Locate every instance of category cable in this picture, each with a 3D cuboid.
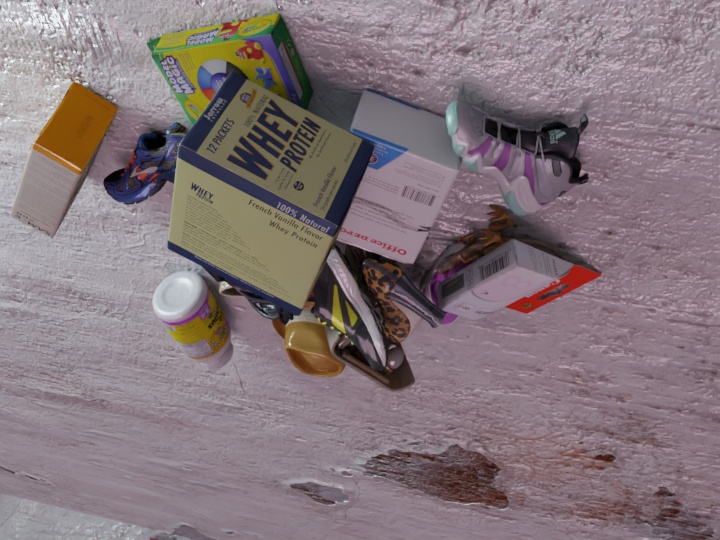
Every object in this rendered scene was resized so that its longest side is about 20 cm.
[{"bbox_3d":[-0.152,0.009,1.040,0.160,0.051,0.201,5,144,43],"label":"cable"}]

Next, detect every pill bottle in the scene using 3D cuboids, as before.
[{"bbox_3d":[-0.305,0.102,1.338,0.101,0.106,0.202,3,142,17],"label":"pill bottle"}]

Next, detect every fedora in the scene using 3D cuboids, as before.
[{"bbox_3d":[-0.080,0.139,1.319,0.194,0.083,0.203,10,143,8],"label":"fedora"}]

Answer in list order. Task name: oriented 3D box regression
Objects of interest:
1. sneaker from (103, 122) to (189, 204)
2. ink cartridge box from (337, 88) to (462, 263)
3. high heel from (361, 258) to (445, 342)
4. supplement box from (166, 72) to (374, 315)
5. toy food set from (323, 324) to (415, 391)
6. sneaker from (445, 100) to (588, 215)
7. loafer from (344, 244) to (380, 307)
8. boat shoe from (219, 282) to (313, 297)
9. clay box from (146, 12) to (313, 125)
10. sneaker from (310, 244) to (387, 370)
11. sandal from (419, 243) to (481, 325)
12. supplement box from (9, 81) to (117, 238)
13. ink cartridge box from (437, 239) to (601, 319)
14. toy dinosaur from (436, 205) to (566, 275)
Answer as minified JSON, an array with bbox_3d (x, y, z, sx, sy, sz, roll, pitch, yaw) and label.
[{"bbox_3d":[-0.303,-0.161,1.035,0.196,0.076,0.079,-18,125,26],"label":"sneaker"},{"bbox_3d":[0.038,-0.116,0.942,0.141,0.086,0.202,19,143,-3],"label":"ink cartridge box"},{"bbox_3d":[0.037,0.040,1.091,0.142,0.072,0.199,39,160,-9],"label":"high heel"},{"bbox_3d":[-0.115,-0.087,0.872,0.196,0.136,0.201,26,143,-2],"label":"supplement box"},{"bbox_3d":[0.007,0.100,1.172,0.060,0.145,0.199,-38,132,16],"label":"toy food set"},{"bbox_3d":[0.201,-0.156,0.847,0.138,0.080,0.198,-22,139,38],"label":"sneaker"},{"bbox_3d":[0.000,0.000,1.102,0.069,0.074,0.202,-15,139,3],"label":"loafer"},{"bbox_3d":[-0.143,0.024,1.213,0.194,0.064,0.072,8,142,8],"label":"boat shoe"},{"bbox_3d":[-0.169,-0.242,0.887,0.194,0.049,0.116,-3,140,22],"label":"clay box"},{"bbox_3d":[-0.025,0.061,1.046,0.083,0.075,0.204,-27,94,6],"label":"sneaker"},{"bbox_3d":[0.135,0.035,1.130,0.080,0.051,0.205,13,142,3],"label":"sandal"},{"bbox_3d":[-0.432,-0.156,1.031,0.072,0.129,0.199,28,141,-20],"label":"supplement box"},{"bbox_3d":[0.236,0.032,1.045,0.196,0.059,0.162,21,144,-29],"label":"ink cartridge box"},{"bbox_3d":[0.202,-0.040,1.022,0.194,0.062,0.107,-7,151,9],"label":"toy dinosaur"}]
